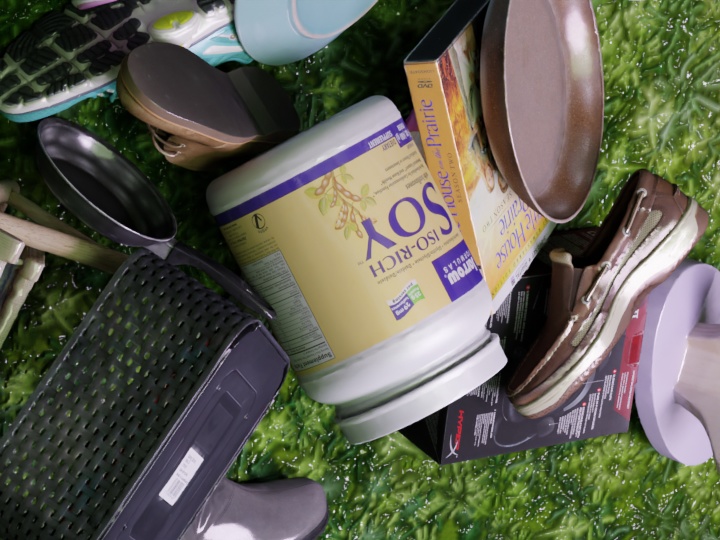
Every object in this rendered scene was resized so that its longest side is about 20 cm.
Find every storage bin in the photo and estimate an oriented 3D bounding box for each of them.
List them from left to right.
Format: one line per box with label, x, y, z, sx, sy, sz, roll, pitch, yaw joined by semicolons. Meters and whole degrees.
storage bin;-0.144;0.104;1.575;0.201;0.093;0.135;-57;163;-9

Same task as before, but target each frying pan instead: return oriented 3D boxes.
frying pan;-0.141;-0.036;1.642;0.190;0.115;0.031;35;108;-25

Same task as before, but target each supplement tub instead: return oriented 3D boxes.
supplement tub;0.000;0.000;1.673;0.145;0.145;0.201;-29;94;-19

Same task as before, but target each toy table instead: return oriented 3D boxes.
toy table;0.303;0.086;1.985;0.184;0.117;0.200;-55;141;-20

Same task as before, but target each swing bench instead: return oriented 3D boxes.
swing bench;-0.261;0.048;1.549;0.200;0.129;0.200;-62;161;6

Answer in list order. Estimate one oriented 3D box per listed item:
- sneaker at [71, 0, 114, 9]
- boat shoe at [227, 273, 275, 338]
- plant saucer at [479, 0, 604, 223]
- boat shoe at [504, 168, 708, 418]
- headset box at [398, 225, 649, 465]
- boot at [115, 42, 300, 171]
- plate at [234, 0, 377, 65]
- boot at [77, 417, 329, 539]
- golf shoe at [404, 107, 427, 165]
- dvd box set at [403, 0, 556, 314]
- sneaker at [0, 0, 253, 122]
sneaker;-0.115;-0.248;1.596;0.200;0.080;0.089;-33;102;-23
boat shoe;-0.051;0.014;1.769;0.072;0.062;0.201;22;98;-39
plant saucer;0.128;-0.134;1.780;0.200;0.032;0.202;0;90;-64
boat shoe;0.164;0.012;1.823;0.075;0.075;0.203;40;84;-12
headset box;0.133;0.054;1.903;0.199;0.077;0.150;-9;117;-32
boot;-0.112;-0.096;1.608;0.075;0.074;0.200;-33;164;18
plate;-0.008;-0.219;1.653;0.200;0.026;0.201;-43;156;-25
boot;-0.108;0.151;1.791;0.199;0.070;0.132;-15;122;-29
golf shoe;0.037;-0.021;1.787;0.091;0.075;0.201;19;110;2
dvd box set;0.089;-0.090;1.775;0.146;0.029;0.201;-50;134;-51
sneaker;-0.147;-0.135;1.628;0.199;0.078;0.080;-23;135;-22
